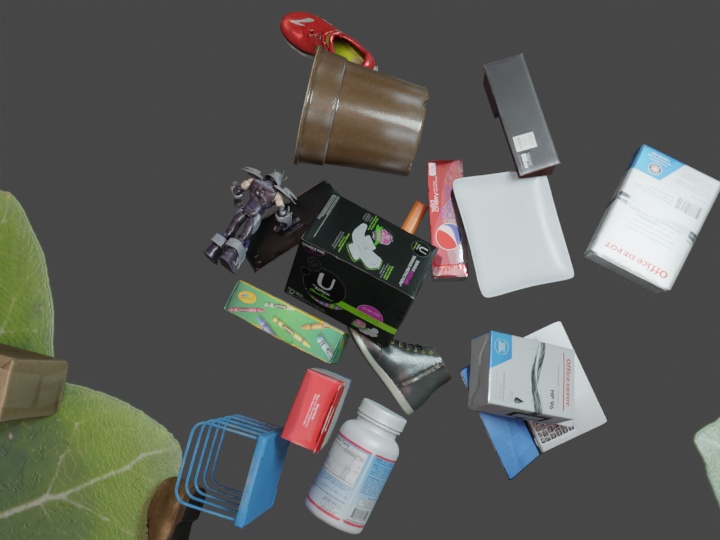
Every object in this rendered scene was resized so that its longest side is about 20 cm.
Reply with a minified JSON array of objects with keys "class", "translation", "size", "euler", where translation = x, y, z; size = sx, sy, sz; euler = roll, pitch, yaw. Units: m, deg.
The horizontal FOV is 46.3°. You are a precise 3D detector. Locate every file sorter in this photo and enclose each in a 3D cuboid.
[{"class":"file sorter","translation":[-0.201,0.312,1.365],"size":[0.121,0.200,0.141],"euler":[15,86,9]}]

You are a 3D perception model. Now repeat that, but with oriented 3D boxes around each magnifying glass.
[{"class":"magnifying glass","translation":[0.059,-0.028,1.467],"size":[0.079,0.022,0.202],"euler":[29,89,6]}]

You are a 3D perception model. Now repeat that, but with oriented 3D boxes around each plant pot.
[{"class":"plant pot","translation":[0.004,-0.253,1.416],"size":[0.196,0.200,0.203],"euler":[13,86,-3]}]

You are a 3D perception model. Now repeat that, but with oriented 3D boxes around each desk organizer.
[{"class":"desk organizer","translation":[0.271,-0.255,1.437],"size":[0.071,0.077,0.202],"euler":[-17,80,2]}]

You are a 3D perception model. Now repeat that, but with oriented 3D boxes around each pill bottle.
[{"class":"pill bottle","translation":[-0.003,0.320,1.393],"size":[0.108,0.109,0.202],"euler":[27,87,6]}]

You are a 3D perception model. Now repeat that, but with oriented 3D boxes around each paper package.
[{"class":"paper package","translation":[-0.622,0.178,1.406],"size":[0.188,0.200,0.105],"euler":[13,85,6]}]

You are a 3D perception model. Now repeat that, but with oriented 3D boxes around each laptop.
[{"class":"laptop","translation":[0.287,0.207,1.379],"size":[0.198,0.116,0.189],"euler":[-25,84,1]}]

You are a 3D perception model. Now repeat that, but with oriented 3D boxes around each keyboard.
[{"class":"keyboard","translation":[-0.109,-0.059,1.482],"size":[0.199,0.021,0.128],"euler":[-33,77,1]}]

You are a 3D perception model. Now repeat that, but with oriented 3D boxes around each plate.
[{"class":"plate","translation":[0.252,-0.065,1.415],"size":[0.198,0.032,0.202],"euler":[-11,83,-28]}]

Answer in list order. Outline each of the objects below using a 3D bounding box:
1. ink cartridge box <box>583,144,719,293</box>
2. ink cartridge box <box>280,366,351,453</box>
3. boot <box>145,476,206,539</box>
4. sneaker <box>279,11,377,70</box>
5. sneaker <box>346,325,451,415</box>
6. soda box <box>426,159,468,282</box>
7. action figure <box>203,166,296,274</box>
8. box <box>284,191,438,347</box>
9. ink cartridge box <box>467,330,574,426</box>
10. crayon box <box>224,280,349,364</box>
[{"class":"ink cartridge box","translation":[0.485,-0.083,1.408],"size":[0.145,0.086,0.202],"euler":[28,88,7]},{"class":"ink cartridge box","translation":[-0.070,0.222,1.361],"size":[0.067,0.200,0.117],"euler":[21,86,6]},{"class":"boot","translation":[-0.336,0.450,1.434],"size":[0.075,0.074,0.202],"euler":[20,82,24]},{"class":"sneaker","translation":[-0.054,-0.403,1.477],"size":[0.198,0.085,0.078],"euler":[30,87,6]},{"class":"sneaker","translation":[0.062,0.134,1.431],"size":[0.106,0.075,0.201],"euler":[-36,92,-5]},{"class":"soda box","translation":[0.148,-0.083,1.439],"size":[0.062,0.070,0.203],"euler":[-2,84,4]},{"class":"action figure","translation":[-0.191,-0.095,1.459],"size":[0.129,0.069,0.201],"euler":[28,77,26]},{"class":"box","translation":[0.000,0.000,1.365],"size":[0.198,0.149,0.125],"euler":[28,50,4]},{"class":"ink cartridge box","translation":[0.275,0.176,1.340],"size":[0.198,0.068,0.118],"euler":[13,69,-19]},{"class":"crayon box","translation":[-0.120,0.088,1.418],"size":[0.198,0.119,0.059],"euler":[26,87,6]}]
